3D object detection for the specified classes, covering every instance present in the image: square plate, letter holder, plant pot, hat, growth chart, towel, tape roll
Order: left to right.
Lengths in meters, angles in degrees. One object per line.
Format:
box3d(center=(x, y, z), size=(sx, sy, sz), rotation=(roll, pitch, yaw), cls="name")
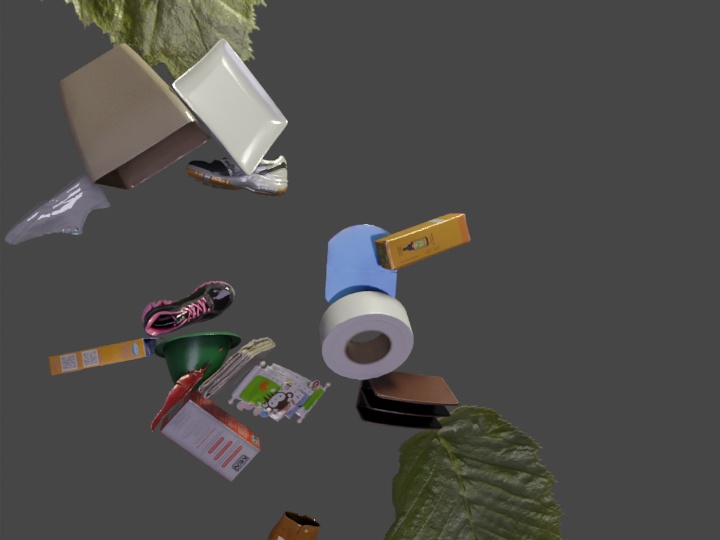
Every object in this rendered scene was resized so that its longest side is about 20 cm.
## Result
box3d(center=(-0.409, -0.276, 1.033), size=(0.199, 0.200, 0.178), rotation=(-32, 96, -2), cls="plant pot")
box3d(center=(-0.324, 0.231, 1.148), size=(0.198, 0.166, 0.178), rotation=(-3, 67, -26), cls="hat")
box3d(center=(-0.236, -0.300, 1.068), size=(0.028, 0.201, 0.198), rotation=(-20, 122, 35), cls="square plate")
box3d(center=(-0.249, 0.195, 1.186), size=(0.132, 0.200, 0.035), rotation=(-42, 85, 2), cls="towel")
box3d(center=(-0.182, 0.276, 1.290), size=(0.199, 0.018, 0.145), rotation=(26, 105, -29), cls="growth chart")
box3d(center=(0.012, 0.143, 1.249), size=(0.200, 0.071, 0.204), rotation=(-6, 129, -7), cls="tape roll")
box3d(center=(0.106, 0.305, 1.312), size=(0.198, 0.142, 0.102), rotation=(9, 103, -14), cls="letter holder")

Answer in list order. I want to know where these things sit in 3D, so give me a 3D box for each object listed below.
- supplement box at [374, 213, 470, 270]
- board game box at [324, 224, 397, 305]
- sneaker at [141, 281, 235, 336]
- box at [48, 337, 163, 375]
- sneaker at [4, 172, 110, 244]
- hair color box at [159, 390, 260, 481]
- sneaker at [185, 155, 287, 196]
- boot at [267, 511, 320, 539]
box3d(center=(0.133, -0.063, 1.240), size=(0.198, 0.069, 0.067), rotation=(-20, 104, -21), cls="supplement box")
box3d(center=(0.000, 0.000, 1.266), size=(0.156, 0.039, 0.202), rotation=(2, 97, -12), cls="board game box")
box3d(center=(-0.351, 0.085, 1.183), size=(0.198, 0.095, 0.080), rotation=(-22, 105, -7), cls="sneaker")
box3d(center=(-0.496, 0.168, 1.158), size=(0.198, 0.119, 0.042), rotation=(-9, 86, -9), cls="box")
box3d(center=(-0.574, -0.095, 1.105), size=(0.199, 0.075, 0.089), rotation=(-34, 120, -3), cls="sneaker")
box3d(center=(-0.328, 0.363, 1.278), size=(0.102, 0.061, 0.200), rotation=(-46, 107, 2), cls="hair color box")
box3d(center=(-0.242, -0.205, 1.151), size=(0.198, 0.076, 0.089), rotation=(7, 88, -17), cls="sneaker")
box3d(center=(-0.129, 0.673, 1.395), size=(0.200, 0.071, 0.145), rotation=(31, 99, -13), cls="boot")
